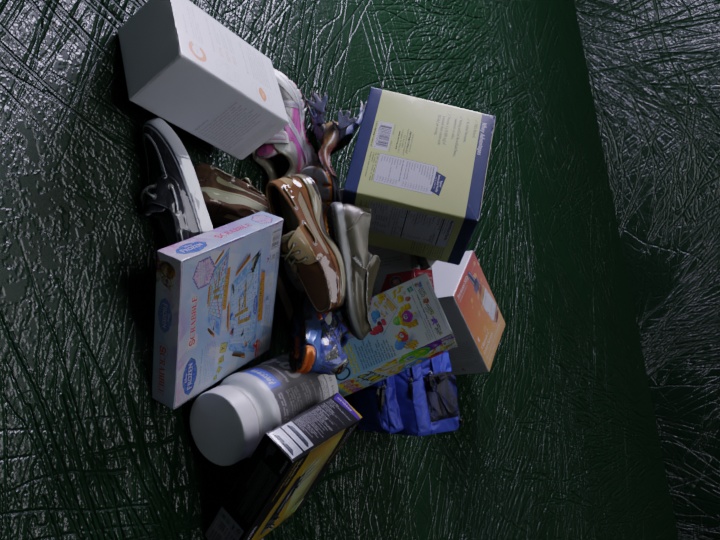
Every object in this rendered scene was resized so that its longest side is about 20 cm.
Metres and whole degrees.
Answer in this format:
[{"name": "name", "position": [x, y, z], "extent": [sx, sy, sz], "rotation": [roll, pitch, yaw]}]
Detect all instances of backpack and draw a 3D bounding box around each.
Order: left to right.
[{"name": "backpack", "position": [0.071, 0.173, 1.283], "extent": [0.166, 0.162, 0.202], "rotation": [0, 84, -36]}]

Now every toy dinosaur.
[{"name": "toy dinosaur", "position": [-0.058, -0.219, 1.214], "extent": [0.182, 0.104, 0.202], "rotation": [108, 1, -73]}]

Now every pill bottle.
[{"name": "pill bottle", "position": [-0.127, 0.183, 1.022], "extent": [0.199, 0.113, 0.115], "rotation": [-15, 95, -57]}]

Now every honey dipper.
[{"name": "honey dipper", "position": [-0.107, 0.064, 1.159], "extent": [0.038, 0.038, 0.202], "rotation": [-37, 109, -54]}]

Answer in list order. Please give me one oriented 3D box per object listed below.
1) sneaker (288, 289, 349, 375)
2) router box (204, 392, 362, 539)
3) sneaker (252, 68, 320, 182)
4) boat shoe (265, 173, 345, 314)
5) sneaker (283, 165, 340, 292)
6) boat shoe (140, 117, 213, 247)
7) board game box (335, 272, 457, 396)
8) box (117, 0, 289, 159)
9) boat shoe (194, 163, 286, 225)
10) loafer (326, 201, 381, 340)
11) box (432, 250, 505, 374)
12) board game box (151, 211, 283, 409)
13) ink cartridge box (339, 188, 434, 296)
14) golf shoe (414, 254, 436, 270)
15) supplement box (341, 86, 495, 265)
[{"name": "sneaker", "position": [-0.057, 0.084, 1.082], "extent": [0.078, 0.076, 0.201], "rotation": [22, 31, -16]}, {"name": "router box", "position": [-0.099, 0.266, 0.986], "extent": [0.052, 0.201, 0.157], "rotation": [41, 29, 18]}, {"name": "sneaker", "position": [-0.127, -0.210, 1.150], "extent": [0.088, 0.081, 0.202], "rotation": [-46, 119, -53]}, {"name": "boat shoe", "position": [-0.084, -0.036, 1.044], "extent": [0.073, 0.075, 0.202], "rotation": [-7, 73, -44]}, {"name": "sneaker", "position": [-0.065, -0.062, 1.182], "extent": [0.077, 0.077, 0.202], "rotation": [-27, 129, -68]}, {"name": "boat shoe", "position": [-0.244, -0.091, 0.959], "extent": [0.067, 0.071, 0.202], "rotation": [-24, 100, -34]}, {"name": "board game box", "position": [0.036, 0.102, 1.169], "extent": [0.103, 0.198, 0.106], "rotation": [56, 11, -70]}, {"name": "box", "position": [-0.203, -0.253, 0.998], "extent": [0.199, 0.097, 0.125], "rotation": [25, 41, -52]}, {"name": "boat shoe", "position": [-0.161, -0.098, 1.082], "extent": [0.202, 0.074, 0.076], "rotation": [25, 53, -53]}, {"name": "loafer", "position": [0.000, 0.000, 1.081], "extent": [0.069, 0.075, 0.202], "rotation": [-9, 101, -12]}, {"name": "box", "position": [0.201, 0.088, 1.551], "extent": [0.201, 0.105, 0.153], "rotation": [61, 38, -27]}, {"name": "board game box", "position": [-0.180, 0.044, 0.967], "extent": [0.199, 0.041, 0.202], "rotation": [-29, 134, -56]}, {"name": "ink cartridge box", "position": [0.040, -0.045, 1.303], "extent": [0.083, 0.144, 0.202], "rotation": [3, 80, -58]}, {"name": "golf shoe", "position": [0.138, -0.079, 1.253], "extent": [0.078, 0.087, 0.201], "rotation": [64, 34, -31]}, {"name": "supplement box", "position": [0.085, -0.144, 1.165], "extent": [0.135, 0.198, 0.202], "rotation": [102, 2, -62]}]
